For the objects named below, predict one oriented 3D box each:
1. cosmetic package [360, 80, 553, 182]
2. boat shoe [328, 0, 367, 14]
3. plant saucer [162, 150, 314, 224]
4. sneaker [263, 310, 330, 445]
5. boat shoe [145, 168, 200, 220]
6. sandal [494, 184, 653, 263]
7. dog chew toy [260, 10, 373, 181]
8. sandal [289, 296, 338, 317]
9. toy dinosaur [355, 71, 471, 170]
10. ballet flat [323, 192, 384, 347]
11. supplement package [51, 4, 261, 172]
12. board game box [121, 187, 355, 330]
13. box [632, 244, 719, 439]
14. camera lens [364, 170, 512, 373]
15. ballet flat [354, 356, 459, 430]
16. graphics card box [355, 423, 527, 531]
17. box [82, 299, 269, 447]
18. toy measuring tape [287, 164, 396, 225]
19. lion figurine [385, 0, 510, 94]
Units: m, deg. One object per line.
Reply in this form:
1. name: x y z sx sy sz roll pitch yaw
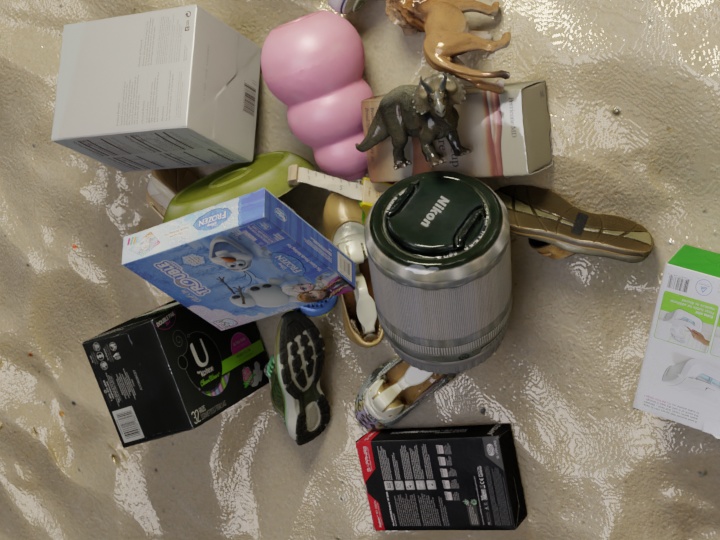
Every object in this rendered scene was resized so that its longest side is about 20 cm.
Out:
1. cosmetic package: 0.110 -0.158 1.550 0.199 0.087 0.104 -2 102 27
2. boat shoe: 0.038 -0.364 1.541 0.062 0.072 0.200 43 117 5
3. plant saucer: -0.153 -0.100 1.634 0.199 0.200 0.031 -14 109 29
4. sneaker: -0.098 0.131 1.728 0.088 0.077 0.201 27 134 35
5. boat shoe: -0.200 -0.055 1.753 0.200 0.074 0.069 46 133 8
6. sandal: 0.233 -0.041 1.537 0.199 0.080 0.054 18 133 17
7. dog chew toy: -0.038 -0.202 1.601 0.124 0.125 0.201 -13 106 29
8. sandal: -0.100 -0.027 1.684 0.200 0.079 0.087 51 162 3
9. toy dinosaur: 0.063 -0.167 1.487 0.200 0.077 0.103 4 112 60
10. ballet flat: 0.000 0.000 1.660 0.068 0.063 0.201 -14 103 -5
11. supplement package: -0.248 -0.217 1.655 0.199 0.151 0.152 -2 77 27
12. board game box: -0.140 -0.007 1.583 0.198 0.200 0.044 -17 57 26
13. box: 0.415 0.089 1.458 0.199 0.097 0.177 16 111 22
14. camera lens: 0.091 0.001 1.523 0.160 0.160 0.200 17 144 22
15. ballet flat: 0.051 0.140 1.674 0.200 0.072 0.072 -41 84 30
16. graphics card box: 0.101 0.260 1.692 0.199 0.051 0.126 -7 100 29
17. box: -0.229 0.116 1.733 0.124 0.200 0.149 -17 96 31
18. toy measuring tape: 0.001 -0.077 1.608 0.199 0.074 0.074 14 115 -15
19. lion figurine: 0.096 -0.261 1.492 0.122 0.200 0.073 8 117 -11
